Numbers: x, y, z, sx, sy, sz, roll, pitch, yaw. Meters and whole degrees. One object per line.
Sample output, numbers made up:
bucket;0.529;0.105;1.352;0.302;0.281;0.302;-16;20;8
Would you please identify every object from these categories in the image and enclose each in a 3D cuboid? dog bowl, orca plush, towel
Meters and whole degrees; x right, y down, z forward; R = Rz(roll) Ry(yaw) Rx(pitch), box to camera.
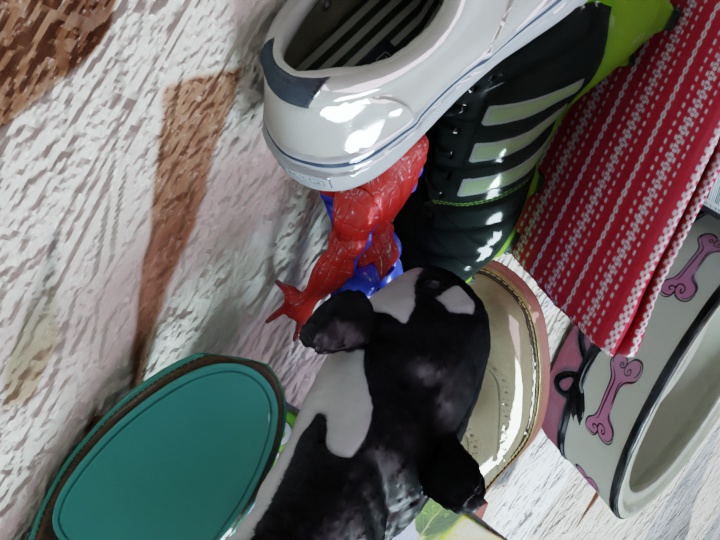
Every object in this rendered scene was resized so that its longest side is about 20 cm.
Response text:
dog bowl;0.184;0.049;1.381;0.200;0.074;0.201;-47;158;-26
orca plush;0.009;0.068;0.823;0.200;0.071;0.106;-38;133;-53
towel;0.105;-0.060;0.930;0.145;0.022;0.200;-65;-160;13

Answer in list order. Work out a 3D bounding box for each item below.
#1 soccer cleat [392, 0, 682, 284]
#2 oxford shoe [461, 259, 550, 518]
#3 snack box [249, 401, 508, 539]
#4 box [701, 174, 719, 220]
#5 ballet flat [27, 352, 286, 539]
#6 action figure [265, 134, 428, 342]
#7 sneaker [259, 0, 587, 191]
soccer cleat;0.050;-0.067;0.920;0.081;0.068;0.200;13;129;-29
oxford shoe;0.036;0.084;1.092;0.075;0.070;0.201;-29;145;-44
snack box;-0.045;0.163;0.925;0.142;0.053;0.201;32;90;-26
box;0.294;-0.070;1.278;0.115;0.199;0.133;-45;157;-34
ballet flat;-0.098;0.114;0.844;0.201;0.067;0.070;-57;-176;-4
action figure;0.000;0.000;0.912;0.065;0.051;0.201;-50;154;-36
sneaker;0.040;-0.113;0.802;0.200;0.073;0.071;-51;162;-19
